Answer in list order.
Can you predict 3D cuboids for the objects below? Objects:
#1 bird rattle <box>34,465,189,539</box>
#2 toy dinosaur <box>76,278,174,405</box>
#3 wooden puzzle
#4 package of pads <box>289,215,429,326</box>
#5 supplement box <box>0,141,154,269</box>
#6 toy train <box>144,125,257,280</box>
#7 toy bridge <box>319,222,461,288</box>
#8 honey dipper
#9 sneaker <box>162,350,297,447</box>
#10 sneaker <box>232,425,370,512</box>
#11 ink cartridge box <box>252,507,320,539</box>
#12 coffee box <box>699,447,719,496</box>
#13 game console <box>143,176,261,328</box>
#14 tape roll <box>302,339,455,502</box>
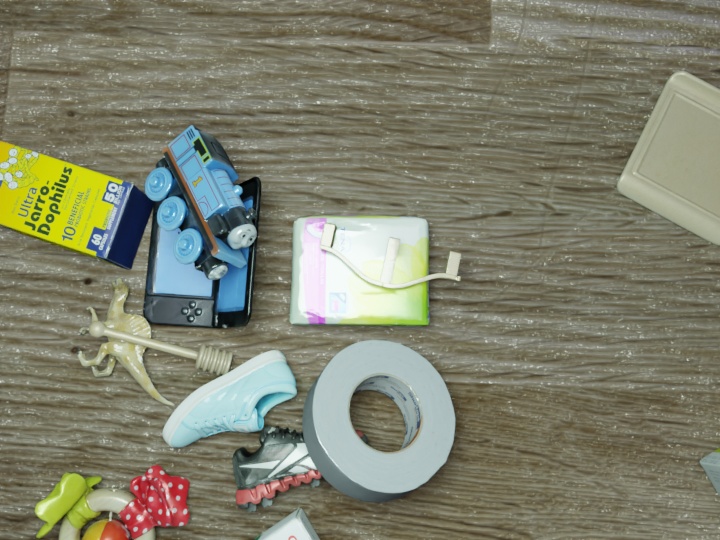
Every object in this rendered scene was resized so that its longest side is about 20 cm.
[{"bbox_3d":[-0.335,0.345,0.991,0.196,0.113,0.166,7,93,-12],"label":"bird rattle"},{"bbox_3d":[-0.339,0.111,1.024,0.100,0.058,0.203,-21,83,-4],"label":"toy dinosaur"},{"bbox_3d":[0.499,-0.165,1.073,0.183,0.037,0.202,28,88,4],"label":"wooden puzzle"},{"bbox_3d":[0.000,0.000,1.033,0.196,0.068,0.158,1,83,0],"label":"package of pads"},{"bbox_3d":[-0.413,-0.089,1.026,0.197,0.110,0.111,18,82,3],"label":"supplement box"},{"bbox_3d":[-0.206,-0.087,0.956,0.114,0.086,0.202,-37,65,13],"label":"toy train"},{"bbox_3d":[0.040,-0.010,0.986,0.196,0.027,0.068,13,86,1],"label":"toy bridge"},{"bbox_3d":[-0.277,0.105,1.008,0.197,0.038,0.039,18,82,-13],"label":"honey dipper"},{"bbox_3d":[-0.176,0.193,0.993,0.199,0.074,0.082,-35,57,-4],"label":"sneaker"},{"bbox_3d":[-0.088,0.250,0.996,0.197,0.071,0.099,-21,84,-1],"label":"sneaker"},{"bbox_3d":[-0.125,0.437,0.963,0.198,0.084,0.147,-32,83,-4],"label":"ink cartridge box"},{"bbox_3d":[0.605,0.288,0.923,0.196,0.200,0.202,-30,82,-5],"label":"coffee box"},{"bbox_3d":[-0.223,-0.026,1.013,0.172,0.116,0.204,4,81,1],"label":"game console"},{"bbox_3d":[0.024,0.198,0.967,0.197,0.066,0.203,8,61,-14],"label":"tape roll"}]
